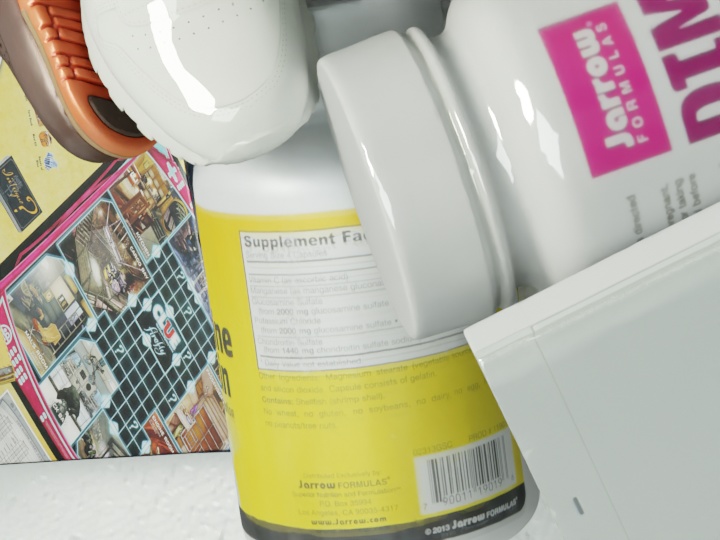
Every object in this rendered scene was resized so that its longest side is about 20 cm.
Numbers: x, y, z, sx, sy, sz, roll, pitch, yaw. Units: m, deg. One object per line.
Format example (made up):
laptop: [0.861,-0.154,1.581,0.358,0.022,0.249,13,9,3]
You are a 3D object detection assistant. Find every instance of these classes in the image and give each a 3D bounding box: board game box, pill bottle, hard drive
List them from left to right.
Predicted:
board game box: [-0.116,-0.026,1.033,0.135,0.035,0.201,-4,102,25]
pill bottle: [0.000,0.000,0.945,0.111,0.112,0.201,-2,103,24]
pill bottle: [0.094,-0.055,0.841,0.199,0.113,0.114,-20,97,-4]
hard drive: [0.145,0.026,0.825,0.199,0.026,0.132,-26,126,2]

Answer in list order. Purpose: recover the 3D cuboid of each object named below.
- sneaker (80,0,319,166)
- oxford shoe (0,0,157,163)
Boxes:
sneaker: [-0.071,-0.126,0.873,0.076,0.081,0.201,-21,64,-3]
oxford shoe: [-0.127,-0.105,0.958,0.073,0.071,0.201,-44,52,25]
